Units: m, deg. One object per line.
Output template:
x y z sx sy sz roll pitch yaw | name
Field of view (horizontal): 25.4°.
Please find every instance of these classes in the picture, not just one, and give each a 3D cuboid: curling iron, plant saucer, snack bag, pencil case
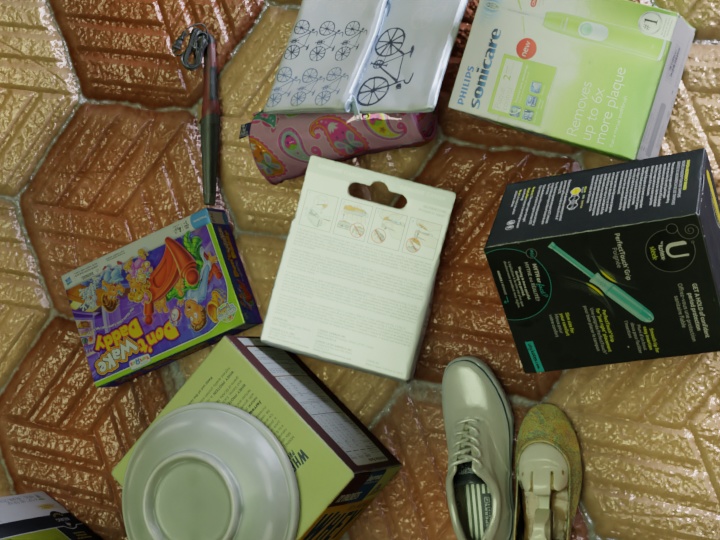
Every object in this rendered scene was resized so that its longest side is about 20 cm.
-0.175 -0.171 1.755 0.049 0.026 0.201 -6 89 -15 | curling iron
-0.159 0.232 1.576 0.199 0.050 0.201 -1 88 24 | plant saucer
0.012 -0.235 1.630 0.199 0.021 0.189 4 61 29 | snack bag
-0.021 -0.151 1.661 0.199 0.087 0.088 -12 83 23 | pencil case

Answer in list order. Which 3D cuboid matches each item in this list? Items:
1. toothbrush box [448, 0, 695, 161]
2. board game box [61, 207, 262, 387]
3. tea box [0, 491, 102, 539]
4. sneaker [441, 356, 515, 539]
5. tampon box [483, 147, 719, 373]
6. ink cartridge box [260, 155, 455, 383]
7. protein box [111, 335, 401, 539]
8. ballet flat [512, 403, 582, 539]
0.207 -0.199 1.566 0.199 0.086 0.146 19 95 24 | toothbrush box
-0.220 0.032 1.759 0.199 0.045 0.135 -24 79 20 | board game box
-0.360 0.353 1.722 0.196 0.200 0.134 34 100 21 | tea box
0.117 0.185 1.596 0.073 0.071 0.201 -13 83 22 | sneaker
0.239 -0.007 1.493 0.199 0.126 0.150 -8 119 21 | tampon box
0.000 0.000 1.647 0.162 0.057 0.201 15 86 6 | ink cartridge box
-0.107 0.207 1.656 0.200 0.135 0.199 45 104 19 | protein box
0.180 0.233 1.571 0.070 0.071 0.201 2 89 23 | ballet flat
